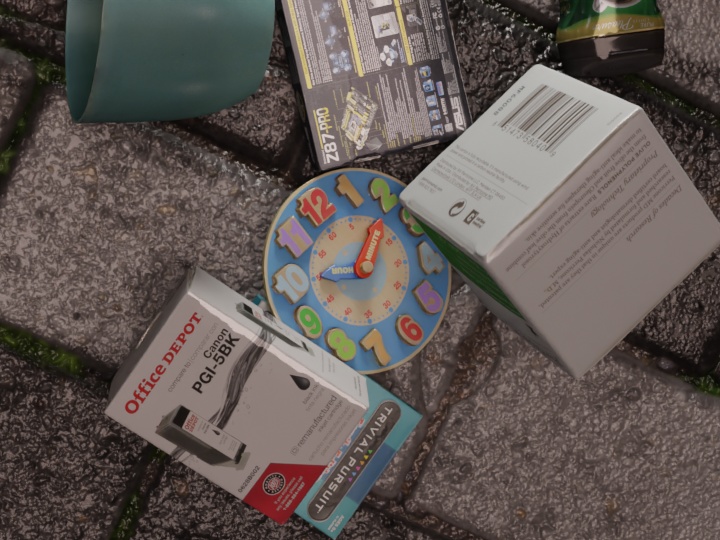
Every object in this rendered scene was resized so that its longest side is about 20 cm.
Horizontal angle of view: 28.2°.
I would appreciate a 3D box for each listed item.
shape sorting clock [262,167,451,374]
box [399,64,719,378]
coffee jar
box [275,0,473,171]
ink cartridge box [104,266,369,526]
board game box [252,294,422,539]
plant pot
[{"bbox_3d":[0.000,0.000,1.383,0.199,0.039,0.201,3,81,-21],"label":"shape sorting clock"},{"bbox_3d":[0.184,-0.051,1.338,0.200,0.199,0.171,-44,119,-3],"label":"box"},{"bbox_3d":[0.237,-0.290,1.398,0.104,0.085,0.201,-8,96,-12],"label":"coffee jar"},{"bbox_3d":[0.011,-0.210,1.383,0.160,0.049,0.201,-15,99,-11],"label":"box"},{"bbox_3d":[-0.113,0.115,1.314,0.200,0.083,0.147,33,101,-11],"label":"ink cartridge box"},{"bbox_3d":[-0.063,0.144,1.404,0.200,0.047,0.151,36,88,-11],"label":"board game box"},{"bbox_3d":[-0.169,-0.226,1.280,0.160,0.200,0.202,2,95,-21],"label":"plant pot"}]
